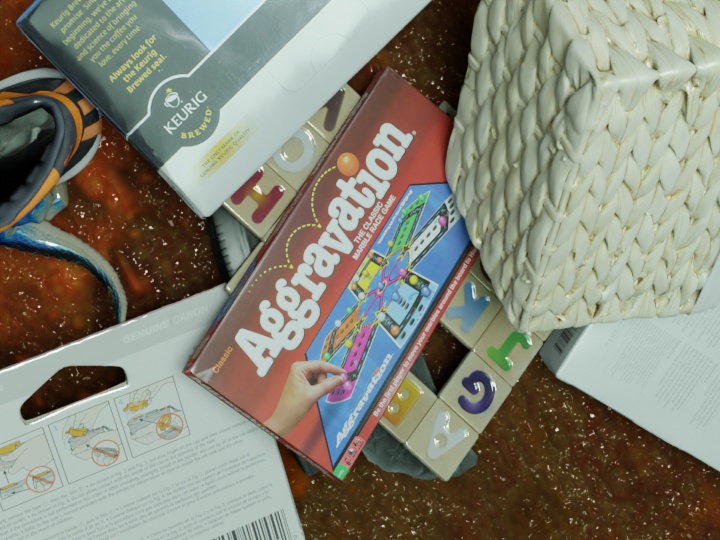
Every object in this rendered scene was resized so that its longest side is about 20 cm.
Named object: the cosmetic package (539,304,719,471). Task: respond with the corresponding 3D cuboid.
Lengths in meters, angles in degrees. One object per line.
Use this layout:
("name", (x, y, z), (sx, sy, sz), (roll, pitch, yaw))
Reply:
("cosmetic package", (0.222, 0.008, 0.831), (0.150, 0.052, 0.201), (31, 99, -11))

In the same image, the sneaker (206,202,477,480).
("sneaker", (-0.009, 0.038, 0.810), (0.103, 0.060, 0.201), (-22, 104, -9))

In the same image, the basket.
("basket", (0.125, -0.078, 0.693), (0.122, 0.136, 0.201), (-10, 144, -16))

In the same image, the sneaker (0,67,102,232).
("sneaker", (-0.219, -0.034, 0.674), (0.199, 0.112, 0.078), (-33, 101, 5))

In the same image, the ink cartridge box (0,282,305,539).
("ink cartridge box", (-0.145, 0.113, 0.787), (0.199, 0.045, 0.178), (-21, 113, -17))

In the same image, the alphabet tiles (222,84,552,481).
("alphabet tiles", (0.023, -0.011, 0.788), (0.200, 0.008, 0.168), (42, 72, -13))

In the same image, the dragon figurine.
("dragon figurine", (-0.213, -0.033, 0.762), (0.099, 0.059, 0.200), (-38, 102, 6))

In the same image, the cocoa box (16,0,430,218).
("cocoa box", (-0.053, -0.152, 0.711), (0.200, 0.133, 0.131), (-43, 105, 6))

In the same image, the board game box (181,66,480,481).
("board game box", (0.000, 0.000, 0.765), (0.103, 0.019, 0.201), (36, 73, -14))
